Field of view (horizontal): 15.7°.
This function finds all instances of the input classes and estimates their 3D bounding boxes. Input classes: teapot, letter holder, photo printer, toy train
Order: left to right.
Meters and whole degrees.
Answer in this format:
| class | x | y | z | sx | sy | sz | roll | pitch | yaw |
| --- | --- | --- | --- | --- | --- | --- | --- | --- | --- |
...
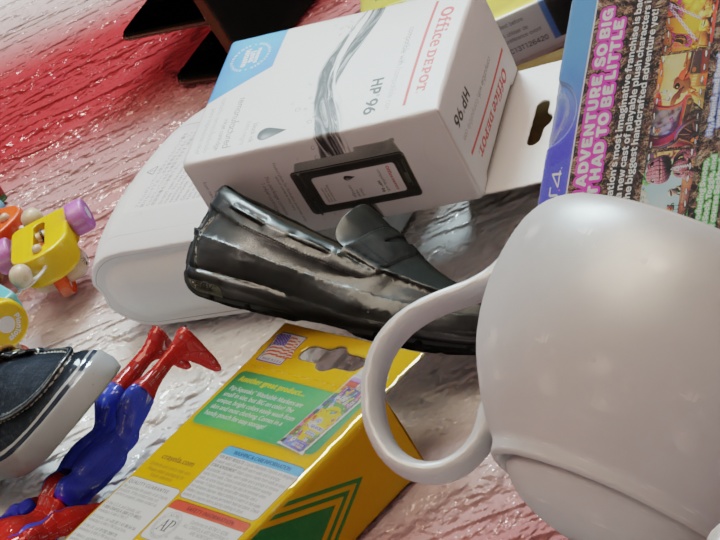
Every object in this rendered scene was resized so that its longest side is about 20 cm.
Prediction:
| class | x | y | z | sx | sy | sz | roll | pitch | yaw |
| --- | --- | --- | --- | --- | --- | --- | --- | --- | --- |
| toy train | -0.242 | 0.019 | 1.689 | 0.150 | 0.056 | 0.200 | -16 | 28 | 30 |
| letter holder | -0.102 | -0.232 | 1.911 | 0.142 | 0.101 | 0.200 | -6 | 36 | 43 |
| photo printer | -0.062 | -0.043 | 1.586 | 0.200 | 0.069 | 0.166 | -9 | 35 | 35 |
| teapot | 0.123 | 0.066 | 1.125 | 0.146 | 0.197 | 0.200 | -63 | 16 | -10 |

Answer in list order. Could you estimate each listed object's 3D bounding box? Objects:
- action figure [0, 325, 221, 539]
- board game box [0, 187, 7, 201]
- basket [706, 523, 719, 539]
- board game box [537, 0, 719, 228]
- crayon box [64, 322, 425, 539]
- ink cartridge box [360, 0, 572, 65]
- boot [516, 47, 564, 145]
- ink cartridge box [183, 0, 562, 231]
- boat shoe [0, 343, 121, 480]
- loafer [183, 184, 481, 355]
| class | x | y | z | sx | sy | sz | roll | pitch | yaw |
| --- | --- | --- | --- | --- | --- | --- | --- | --- | --- |
| action figure | -0.155 | 0.118 | 1.440 | 0.200 | 0.052 | 0.065 | -48 | 26 | -20 |
| board game box | -0.347 | 0.004 | 1.853 | 0.103 | 0.019 | 0.200 | 4 | 43 | 50 |
| basket | 0.243 | 0.131 | 0.929 | 0.200 | 0.136 | 0.123 | -25 | 32 | 11 |
| board game box | 0.198 | -0.067 | 1.270 | 0.200 | 0.097 | 0.160 | -5 | 67 | 40 |
| crayon box | -0.057 | 0.117 | 1.339 | 0.200 | 0.052 | 0.126 | -45 | 30 | -24 |
| ink cartridge box | 0.094 | -0.193 | 1.710 | 0.198 | 0.047 | 0.200 | -25 | 30 | 13 |
| boot | 0.132 | -0.081 | 1.473 | 0.200 | 0.066 | 0.175 | -21 | 22 | 22 |
| ink cartridge box | 0.015 | -0.089 | 1.453 | 0.200 | 0.068 | 0.116 | -11 | 39 | 25 |
| boat shoe | -0.211 | 0.067 | 1.463 | 0.071 | 0.091 | 0.200 | -53 | 12 | -32 |
| loafer | 0.000 | 0.000 | 1.394 | 0.200 | 0.068 | 0.070 | 13 | 88 | 23 |
